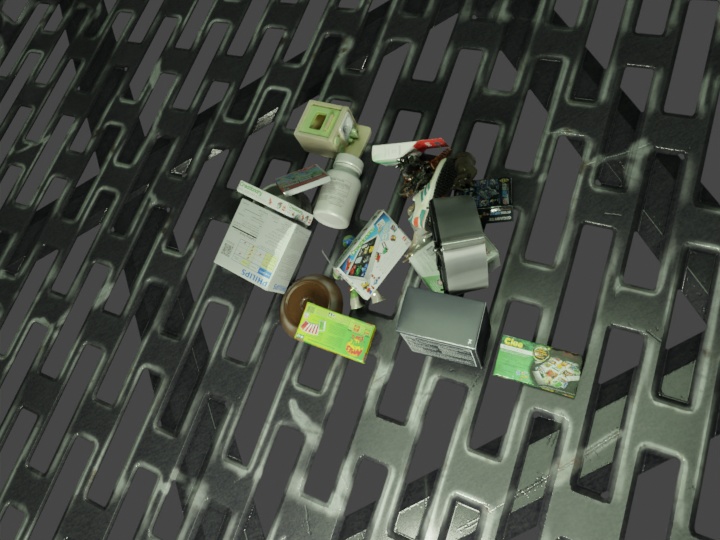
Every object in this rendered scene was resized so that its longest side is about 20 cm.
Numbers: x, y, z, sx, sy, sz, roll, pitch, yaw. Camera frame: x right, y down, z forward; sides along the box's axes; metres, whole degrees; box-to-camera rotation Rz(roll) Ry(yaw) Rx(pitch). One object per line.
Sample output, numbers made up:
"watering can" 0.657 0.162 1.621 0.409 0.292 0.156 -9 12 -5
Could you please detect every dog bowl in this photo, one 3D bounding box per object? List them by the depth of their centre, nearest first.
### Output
"dog bowl" -0.251 -0.179 1.767 0.196 0.059 0.204 -6 68 15

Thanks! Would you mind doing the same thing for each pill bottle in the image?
"pill bottle" -0.060 -0.236 1.698 0.112 0.114 0.203 11 73 21

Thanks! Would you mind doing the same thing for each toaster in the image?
"toaster" 0.232 -0.055 1.375 0.116 0.183 0.202 -10 43 8

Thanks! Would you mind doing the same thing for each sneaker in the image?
"sneaker" 0.183 -0.210 1.548 0.093 0.070 0.203 22 96 44

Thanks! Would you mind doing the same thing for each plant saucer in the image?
"plant saucer" -0.147 0.100 1.638 0.197 0.037 0.204 -6 68 16

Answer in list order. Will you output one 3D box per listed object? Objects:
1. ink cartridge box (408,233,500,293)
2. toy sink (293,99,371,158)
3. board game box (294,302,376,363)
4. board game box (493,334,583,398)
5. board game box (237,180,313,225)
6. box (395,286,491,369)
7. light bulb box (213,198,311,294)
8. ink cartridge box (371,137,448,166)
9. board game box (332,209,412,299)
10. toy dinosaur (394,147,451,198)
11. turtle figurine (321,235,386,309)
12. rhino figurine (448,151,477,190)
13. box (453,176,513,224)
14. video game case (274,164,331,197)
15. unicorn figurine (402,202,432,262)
"ink cartridge box" 0.252 -0.024 1.533 0.199 0.088 0.146 -37 64 2
"toy sink" -0.085 -0.433 1.784 0.197 0.112 0.132 19 76 23
"board game box" -0.067 0.168 1.554 0.197 0.048 0.103 18 79 11
"board game box" 0.435 0.232 1.411 0.197 0.023 0.106 14 76 21
"board game box" -0.244 -0.193 1.650 0.198 0.126 0.035 27 92 30
"box" 0.211 0.141 1.419 0.197 0.199 0.125 11 73 20
"light bulb box" -0.277 -0.067 1.644 0.196 0.125 0.203 25 90 18
"ink cartridge box" 0.146 -0.336 1.647 0.196 0.161 0.051 0 94 17
"board game box" 0.033 -0.042 1.508 0.201 0.126 0.034 -51 24 -13
"toy dinosaur" 0.169 -0.278 1.616 0.102 0.135 0.202 43 118 27
"turtle figurine" 0.000 0.000 1.610 0.142 0.200 0.197 -15 87 -19
"rhino figurine" 0.281 -0.272 1.596 0.086 0.061 0.201 -10 32 15
"box" 0.326 -0.187 1.534 0.156 0.047 0.201 -4 29 16
"video game case" -0.172 -0.265 1.686 0.141 0.018 0.200 -21 23 -8
"unicorn figurine" 0.177 -0.108 1.605 0.136 0.074 0.203 -23 50 18
